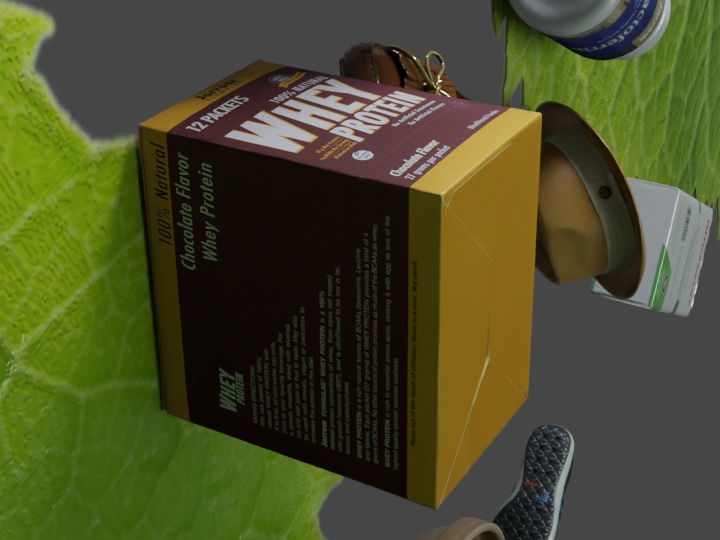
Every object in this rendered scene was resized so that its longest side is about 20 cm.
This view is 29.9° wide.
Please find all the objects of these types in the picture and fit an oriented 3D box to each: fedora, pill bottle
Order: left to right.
[{"bbox_3d":[0.190,-0.055,1.270,0.081,0.201,0.202,-24,134,-12],"label":"fedora"},{"bbox_3d":[0.215,-0.257,1.235,0.199,0.114,0.118,3,100,-63],"label":"pill bottle"}]

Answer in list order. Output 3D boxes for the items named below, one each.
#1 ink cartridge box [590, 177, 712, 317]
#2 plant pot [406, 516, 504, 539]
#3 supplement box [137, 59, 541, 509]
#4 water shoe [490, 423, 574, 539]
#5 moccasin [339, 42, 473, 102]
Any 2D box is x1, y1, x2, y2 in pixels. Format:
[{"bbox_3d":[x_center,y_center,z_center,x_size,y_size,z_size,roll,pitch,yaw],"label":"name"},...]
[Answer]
[{"bbox_3d":[0.365,-0.026,1.677,0.199,0.083,0.148,12,92,-64],"label":"ink cartridge box"},{"bbox_3d":[0.052,0.312,1.209,0.201,0.092,0.204,-40,137,-51],"label":"plant pot"},{"bbox_3d":[-0.010,0.000,0.815,0.133,0.198,0.200,-39,136,-50],"label":"supplement box"},{"bbox_3d":[0.195,0.271,1.498,0.202,0.071,0.079,-62,152,-26],"label":"water shoe"},{"bbox_3d":[0.043,-0.121,0.984,0.201,0.077,0.075,28,54,-63],"label":"moccasin"}]
